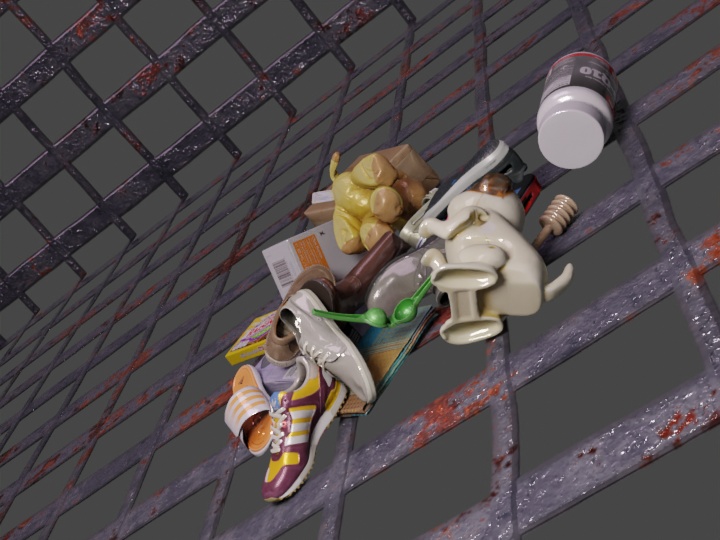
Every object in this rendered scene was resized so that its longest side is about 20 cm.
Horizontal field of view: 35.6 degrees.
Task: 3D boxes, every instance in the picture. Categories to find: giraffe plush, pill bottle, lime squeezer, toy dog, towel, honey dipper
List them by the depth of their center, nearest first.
[{"bbox_3d":[0.166,-0.035,1.440,0.193,0.140,0.200,-14,43,12],"label":"toy dog"},{"bbox_3d":[0.227,-0.019,1.508,0.200,0.038,0.038,-52,20,-21],"label":"honey dipper"},{"bbox_3d":[0.036,0.050,1.522,0.199,0.071,0.038,-19,50,-6],"label":"lime squeezer"},{"bbox_3d":[0.017,0.134,1.600,0.146,0.022,0.200,-16,31,53],"label":"towel"},{"bbox_3d":[0.327,-0.242,1.694,0.114,0.114,0.200,-30,21,30],"label":"pill bottle"},{"bbox_3d":[0.041,-0.109,1.862,0.200,0.162,0.173,23,106,51],"label":"giraffe plush"}]

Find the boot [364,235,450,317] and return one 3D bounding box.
[{"bbox_3d":[0.095,0.017,1.581,0.200,0.068,0.131,-42,27,6],"label":"boot"}]

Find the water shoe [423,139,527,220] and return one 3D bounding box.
[{"bbox_3d":[0.170,-0.113,1.690,0.200,0.079,0.072,-42,14,46],"label":"water shoe"}]

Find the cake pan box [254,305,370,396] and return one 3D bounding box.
[{"bbox_3d":[-0.078,0.125,1.768,0.200,0.052,0.184,-14,34,56],"label":"cake pan box"}]

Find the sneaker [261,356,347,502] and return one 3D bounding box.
[{"bbox_3d":[-0.098,0.212,1.508,0.075,0.090,0.200,-21,35,50],"label":"sneaker"}]

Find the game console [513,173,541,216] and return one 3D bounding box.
[{"bbox_3d":[0.179,-0.062,1.712,0.177,0.031,0.200,-18,28,51],"label":"game console"}]

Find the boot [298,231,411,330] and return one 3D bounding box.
[{"bbox_3d":[0.000,0.000,1.645,0.200,0.064,0.187,-44,-14,-20],"label":"boot"}]

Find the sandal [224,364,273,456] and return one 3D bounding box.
[{"bbox_3d":[-0.178,0.205,1.692,0.079,0.059,0.207,-59,29,13],"label":"sandal"}]

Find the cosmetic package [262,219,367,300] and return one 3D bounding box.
[{"bbox_3d":[-0.060,-0.026,1.896,0.071,0.102,0.200,-22,4,44],"label":"cosmetic package"}]

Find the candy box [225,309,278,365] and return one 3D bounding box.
[{"bbox_3d":[-0.137,0.096,1.844,0.200,0.026,0.102,-23,21,47],"label":"candy box"}]

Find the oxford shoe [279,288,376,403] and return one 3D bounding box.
[{"bbox_3d":[-0.046,0.108,1.517,0.058,0.200,0.075,-26,-32,-24],"label":"oxford shoe"}]

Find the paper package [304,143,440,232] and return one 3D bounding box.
[{"bbox_3d":[0.020,-0.135,2.098,0.191,0.104,0.200,-47,18,-22],"label":"paper package"}]

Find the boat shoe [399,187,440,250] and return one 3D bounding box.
[{"bbox_3d":[0.130,-0.104,1.815,0.200,0.062,0.072,-53,-8,-42],"label":"boat shoe"}]

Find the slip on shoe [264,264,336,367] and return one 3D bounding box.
[{"bbox_3d":[-0.092,0.057,1.729,0.061,0.076,0.200,94,-159,-49],"label":"slip on shoe"}]
